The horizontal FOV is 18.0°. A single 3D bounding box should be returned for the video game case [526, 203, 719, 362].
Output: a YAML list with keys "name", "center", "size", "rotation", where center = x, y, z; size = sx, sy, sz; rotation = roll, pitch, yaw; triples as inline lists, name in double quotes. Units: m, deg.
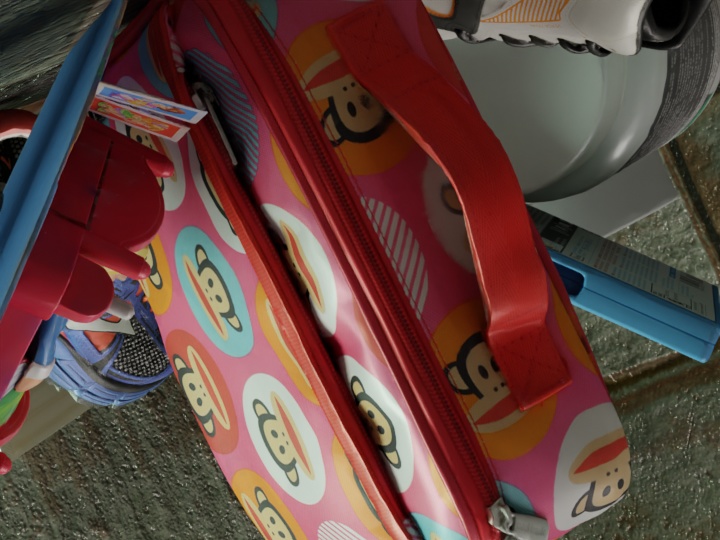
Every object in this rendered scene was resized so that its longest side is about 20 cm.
- name: "video game case"
  center: [0.048, -0.019, 0.899]
  size: [0.143, 0.199, 0.018]
  rotation: [-32, 146, -80]

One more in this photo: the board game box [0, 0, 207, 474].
- name: "board game box"
  center: [-0.088, 0.008, 0.641]
  size: [0.159, 0.039, 0.200]
  rotation: [-69, -168, -9]

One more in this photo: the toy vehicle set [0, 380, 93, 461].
- name: "toy vehicle set"
  center: [-0.137, 0.028, 1.033]
  size: [0.124, 0.027, 0.200]
  rotation: [-1, -156, 41]

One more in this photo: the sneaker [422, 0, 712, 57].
- name: "sneaker"
  center: [0.057, -0.095, 0.719]
  size: [0.073, 0.080, 0.199]
  rotation: [-27, -176, -38]

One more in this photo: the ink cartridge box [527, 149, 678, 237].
- name: "ink cartridge box"
  center: [0.026, -0.051, 1.139]
  size: [0.199, 0.146, 0.145]
  rotation: [-23, -179, 39]

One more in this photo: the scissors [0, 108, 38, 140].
- name: "scissors"
  center: [-0.139, 0.018, 0.828]
  size: [0.073, 0.014, 0.201]
  rotation: [-3, 130, -42]

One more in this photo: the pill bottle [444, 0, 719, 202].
- name: "pill bottle"
  center: [0.080, -0.090, 0.934]
  size: [0.113, 0.114, 0.200]
  rotation: [-24, -178, 22]

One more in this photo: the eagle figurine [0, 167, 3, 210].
- name: "eagle figurine"
  center: [-0.202, 0.037, 0.644]
  size: [0.152, 0.150, 0.201]
  rotation: [-105, -145, -53]

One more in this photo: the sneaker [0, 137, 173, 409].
- name: "sneaker"
  center: [-0.109, -0.001, 0.897]
  size: [0.078, 0.076, 0.200]
  rotation: [-33, 158, 14]

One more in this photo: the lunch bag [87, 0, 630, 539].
- name: "lunch bag"
  center: [0.000, 0.000, 0.680]
  size: [0.082, 0.201, 0.176]
  rotation: [-26, 179, -26]
